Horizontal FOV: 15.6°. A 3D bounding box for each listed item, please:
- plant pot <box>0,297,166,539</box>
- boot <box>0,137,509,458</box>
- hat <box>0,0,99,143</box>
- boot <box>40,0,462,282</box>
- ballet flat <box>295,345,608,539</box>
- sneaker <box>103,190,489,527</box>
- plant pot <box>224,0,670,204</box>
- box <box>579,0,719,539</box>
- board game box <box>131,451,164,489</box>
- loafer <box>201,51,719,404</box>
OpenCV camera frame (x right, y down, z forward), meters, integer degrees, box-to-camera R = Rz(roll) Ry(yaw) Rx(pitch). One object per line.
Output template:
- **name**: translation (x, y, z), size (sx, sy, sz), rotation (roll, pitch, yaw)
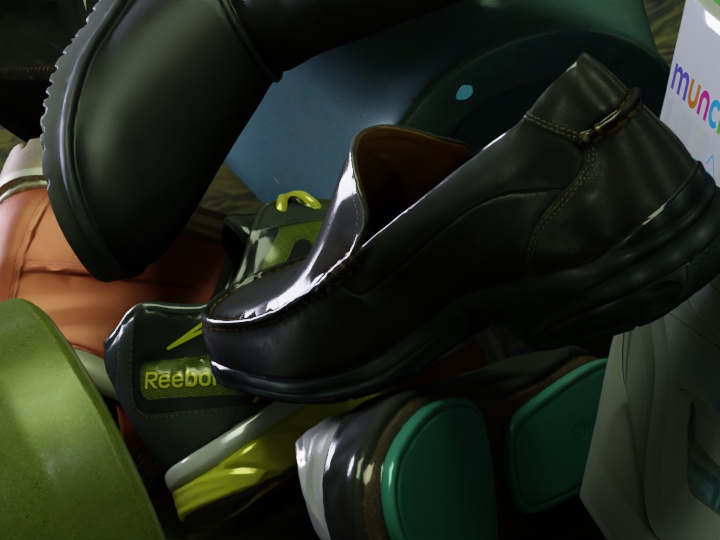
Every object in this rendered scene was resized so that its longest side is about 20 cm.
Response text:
- **plant pot**: translation (-0.157, 0.104, 0.758), size (0.192, 0.201, 0.200), rotation (-23, 29, -16)
- **boot**: translation (-0.047, 0.032, 0.948), size (0.199, 0.075, 0.108), rotation (16, 52, -2)
- **hat**: translation (-0.124, -0.096, 1.163), size (0.200, 0.201, 0.081), rotation (10, 63, 37)
- **boot**: translation (-0.003, -0.087, 0.889), size (0.199, 0.066, 0.165), rotation (-15, 43, 26)
- **ballet flat**: translation (0.024, 0.066, 0.830), size (0.068, 0.068, 0.200), rotation (-6, 2, 27)
- **sneaker**: translation (0.000, 0.000, 0.894), size (0.200, 0.085, 0.074), rotation (-37, -1, -21)
- **plant pot**: translation (0.030, -0.085, 1.039), size (0.199, 0.201, 0.188), rotation (-21, 41, -13)
- **box**: translation (0.153, 0.036, 0.744), size (0.096, 0.177, 0.200), rotation (2, 24, -17)
- **board game box**: translation (-0.143, 0.062, 1.002), size (0.150, 0.037, 0.200), rotation (3, 34, 31)
- **loafer**: translation (0.020, -0.013, 0.779), size (0.199, 0.073, 0.073), rotation (-18, 19, 41)
